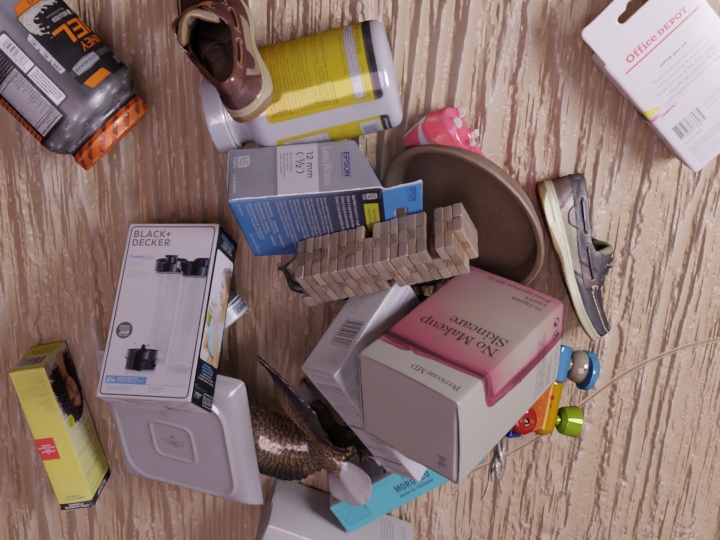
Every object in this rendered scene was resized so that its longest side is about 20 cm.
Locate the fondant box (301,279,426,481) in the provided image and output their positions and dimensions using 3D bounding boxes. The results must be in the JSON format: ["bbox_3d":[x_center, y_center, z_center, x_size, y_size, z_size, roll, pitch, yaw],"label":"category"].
[{"bbox_3d":[0.038,0.120,0.989,0.058,0.145,0.201,7,143,44],"label":"fondant box"}]

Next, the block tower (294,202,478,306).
[{"bbox_3d":[0.022,-0.015,0.929,0.198,0.055,0.058,-14,142,22],"label":"block tower"}]

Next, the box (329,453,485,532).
[{"bbox_3d":[0.056,0.245,1.095,0.199,0.083,0.049,-31,111,13],"label":"box"}]

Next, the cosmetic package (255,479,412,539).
[{"bbox_3d":[-0.035,0.357,1.130,0.198,0.108,0.086,20,112,-4],"label":"cosmetic package"}]

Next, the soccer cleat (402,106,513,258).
[{"bbox_3d":[0.124,-0.089,0.978,0.076,0.067,0.201,-22,112,31],"label":"soccer cleat"}]

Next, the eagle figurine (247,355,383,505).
[{"bbox_3d":[-0.068,0.185,1.041,0.198,0.150,0.154,15,96,-37],"label":"eagle figurine"}]

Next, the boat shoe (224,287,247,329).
[{"bbox_3d":[-0.228,0.078,1.044,0.199,0.074,0.068,-37,98,22],"label":"boat shoe"}]

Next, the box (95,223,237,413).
[{"bbox_3d":[-0.212,0.051,0.967,0.115,0.060,0.203,2,70,15],"label":"box"}]

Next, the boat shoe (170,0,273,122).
[{"bbox_3d":[-0.147,-0.236,0.860,0.072,0.202,0.072,-31,148,14],"label":"boat shoe"}]

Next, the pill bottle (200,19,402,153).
[{"bbox_3d":[-0.061,-0.185,0.914,0.197,0.112,0.113,-12,111,6],"label":"pill bottle"}]

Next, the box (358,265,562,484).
[{"bbox_3d":[0.107,0.100,0.912,0.127,0.199,0.110,22,131,33],"label":"box"}]

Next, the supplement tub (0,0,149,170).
[{"bbox_3d":[-0.325,-0.210,0.908,0.122,0.123,0.200,-39,106,16],"label":"supplement tub"}]

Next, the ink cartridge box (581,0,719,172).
[{"bbox_3d":[0.327,-0.218,0.912,0.115,0.068,0.200,-42,105,16],"label":"ink cartridge box"}]

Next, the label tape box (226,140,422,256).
[{"bbox_3d":[-0.033,-0.077,0.941,0.197,0.144,0.067,-6,67,2],"label":"label tape box"}]

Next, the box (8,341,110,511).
[{"bbox_3d":[-0.374,0.197,1.096,0.049,0.075,0.202,-9,112,6],"label":"box"}]

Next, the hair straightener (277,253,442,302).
[{"bbox_3d":[0.000,0.000,1.030,0.197,0.041,0.078,7,112,4],"label":"hair straightener"}]

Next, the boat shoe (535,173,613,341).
[{"bbox_3d":[0.256,-0.014,0.992,0.064,0.073,0.202,-19,110,14],"label":"boat shoe"}]

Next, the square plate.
[{"bbox_3d":[-0.217,0.193,1.030,0.198,0.029,0.200,9,126,18],"label":"square plate"}]

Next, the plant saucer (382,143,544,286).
[{"bbox_3d":[0.113,-0.058,0.948,0.199,0.030,0.201,28,147,20],"label":"plant saucer"}]

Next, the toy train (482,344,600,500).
[{"bbox_3d":[0.214,0.180,1.044,0.114,0.085,0.203,12,90,-17],"label":"toy train"}]
